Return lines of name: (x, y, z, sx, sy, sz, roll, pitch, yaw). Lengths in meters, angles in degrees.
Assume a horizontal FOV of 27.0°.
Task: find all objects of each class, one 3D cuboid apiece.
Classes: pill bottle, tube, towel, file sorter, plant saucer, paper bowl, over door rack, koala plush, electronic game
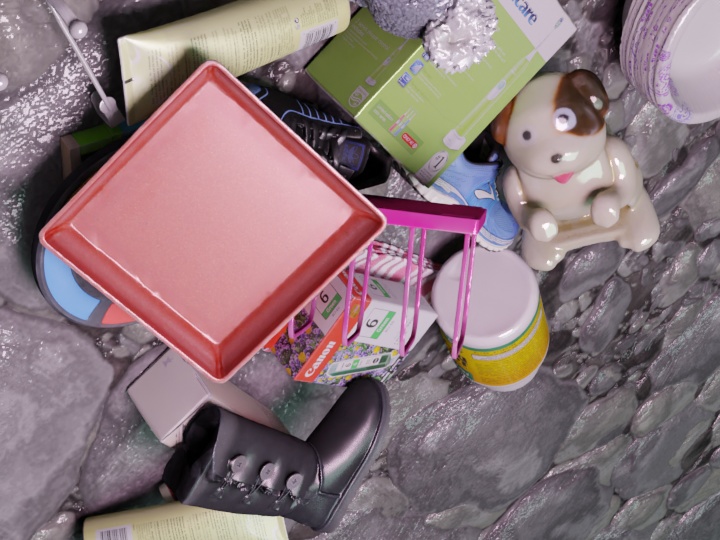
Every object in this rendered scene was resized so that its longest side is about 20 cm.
pill bottle: (0.143, 0.059, 1.603, 0.113, 0.113, 0.200, -39, 156, -5)
tube: (-0.101, -0.182, 1.178, 0.199, 0.058, 0.052, -28, -174, -27)
tube: (-0.175, 0.257, 1.498, 0.199, 0.052, 0.058, -10, 156, 3)
towel: (0.001, 0.040, 1.534, 0.200, 0.030, 0.147, 16, 115, -49)
file sorter: (0.000, 0.000, 1.291, 0.139, 0.199, 0.126, -37, 134, -81)
plant saucer: (-0.115, -0.039, 1.184, 0.200, 0.037, 0.200, -43, 113, 12)
paper bowl: (0.342, -0.255, 1.494, 0.200, 0.104, 0.201, -25, 140, -23)
over door rack: (-0.262, -0.133, 1.089, 0.147, 0.067, 0.200, -34, 143, -10)
koala plush: (0.062, -0.268, 1.175, 0.183, 0.177, 0.201, -16, 133, -46)
electronic game: (-0.180, -0.034, 1.249, 0.199, 0.042, 0.201, -25, 139, -23)

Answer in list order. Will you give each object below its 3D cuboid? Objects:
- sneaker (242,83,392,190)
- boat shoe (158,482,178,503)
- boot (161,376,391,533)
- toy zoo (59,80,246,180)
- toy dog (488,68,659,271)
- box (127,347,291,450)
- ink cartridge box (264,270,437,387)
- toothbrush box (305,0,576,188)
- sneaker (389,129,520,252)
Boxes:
sneaker: (-0.043, -0.111, 1.271, 0.200, 0.078, 0.071, 13, 88, -62)
boat shoe: (-0.145, 0.268, 1.593, 0.062, 0.071, 0.200, -34, 137, -5)
boot: (-0.076, 0.159, 1.429, 0.200, 0.066, 0.166, 23, 88, -39)
toy zoo: (-0.156, -0.085, 1.272, 0.199, 0.020, 0.132, -21, 138, -27)
toy dog: (0.200, -0.114, 1.422, 0.139, 0.195, 0.200, -3, 159, 20)
box: (-0.137, 0.154, 1.477, 0.068, 0.082, 0.200, -43, 142, 3)
ink cartridge box: (-0.025, 0.056, 1.461, 0.200, 0.050, 0.109, 13, 120, -50)
toothbrush box: (0.074, -0.195, 1.321, 0.200, 0.086, 0.146, -46, 143, 6)
sneaker: (0.114, -0.086, 1.473, 0.089, 0.079, 0.200, -45, 143, 8)
